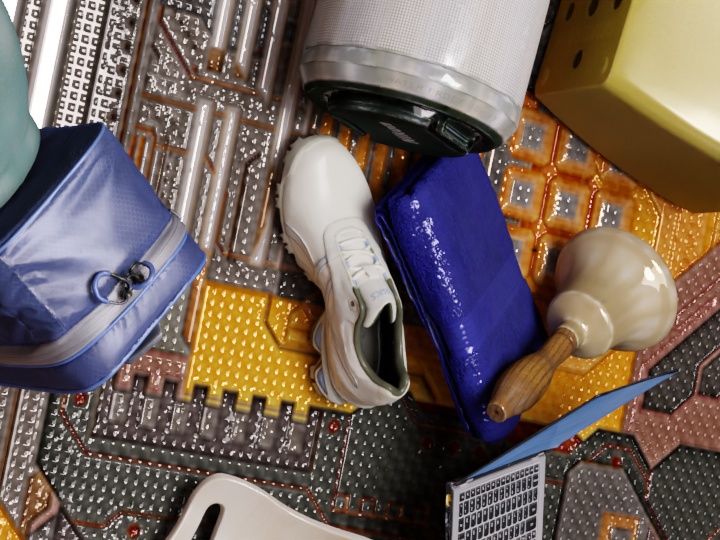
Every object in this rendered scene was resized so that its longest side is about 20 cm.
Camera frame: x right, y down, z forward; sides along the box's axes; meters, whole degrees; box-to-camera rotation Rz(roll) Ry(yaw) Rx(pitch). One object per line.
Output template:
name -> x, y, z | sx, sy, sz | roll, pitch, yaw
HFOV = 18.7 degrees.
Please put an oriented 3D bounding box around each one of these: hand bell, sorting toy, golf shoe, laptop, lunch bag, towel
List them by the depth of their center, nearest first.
lunch bag -> -0.191, -0.002, 1.389 | 0.136, 0.199, 0.133 | -50, 118, -23
sorting toy -> -0.078, 0.244, 1.539 | 0.180, 0.107, 0.200 | 46, 71, -17
golf shoe -> 0.000, 0.000, 1.560 | 0.078, 0.097, 0.202 | -18, 101, -26
laptop -> 0.147, 0.175, 1.601 | 0.187, 0.115, 0.202 | -7, 100, -64
hand bell -> 0.144, 0.056, 1.602 | 0.200, 0.103, 0.105 | -39, 114, -47
towel -> 0.076, 0.011, 1.609 | 0.201, 0.049, 0.148 | 69, 26, -16

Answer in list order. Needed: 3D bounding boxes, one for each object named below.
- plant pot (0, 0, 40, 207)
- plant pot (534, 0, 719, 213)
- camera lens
plant pot -> -0.281, -0.095, 1.339 | 0.201, 0.200, 0.134 | -50, 123, -17
plant pot -> 0.248, -0.169, 1.645 | 0.175, 0.200, 0.202 | 20, 84, -19
camera lens -> 0.052, -0.191, 1.535 | 0.159, 0.160, 0.202 | 20, 81, -30
